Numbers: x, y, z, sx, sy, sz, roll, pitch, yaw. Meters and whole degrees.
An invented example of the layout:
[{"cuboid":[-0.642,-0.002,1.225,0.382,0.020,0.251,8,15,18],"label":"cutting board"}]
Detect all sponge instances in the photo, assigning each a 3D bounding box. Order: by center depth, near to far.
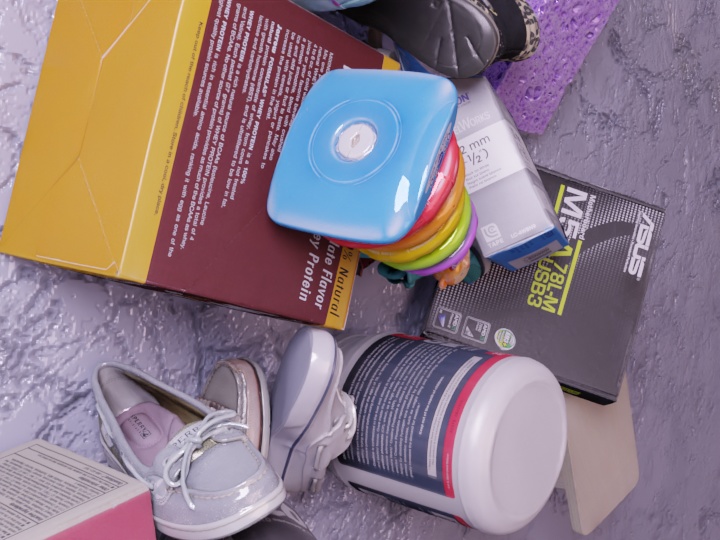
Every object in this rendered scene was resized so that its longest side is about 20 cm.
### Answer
[{"cuboid":[0.187,-0.229,1.027,0.111,0.030,0.200,2,124,-48],"label":"sponge"}]

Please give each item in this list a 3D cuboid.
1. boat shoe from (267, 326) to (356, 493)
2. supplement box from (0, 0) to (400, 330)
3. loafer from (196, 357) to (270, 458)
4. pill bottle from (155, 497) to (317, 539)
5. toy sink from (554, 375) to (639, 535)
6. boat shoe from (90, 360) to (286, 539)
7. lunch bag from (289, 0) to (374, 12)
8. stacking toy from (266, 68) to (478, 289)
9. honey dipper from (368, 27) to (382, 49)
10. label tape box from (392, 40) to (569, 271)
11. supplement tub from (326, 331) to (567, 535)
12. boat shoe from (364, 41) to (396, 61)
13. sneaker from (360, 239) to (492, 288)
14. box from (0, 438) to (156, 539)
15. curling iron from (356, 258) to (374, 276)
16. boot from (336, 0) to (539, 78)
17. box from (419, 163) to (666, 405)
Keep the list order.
[{"cuboid":[-0.034,0.109,0.799,0.065,0.200,0.074,9,55,-11],"label":"boat shoe"},{"cuboid":[-0.101,-0.079,0.713,0.200,0.133,0.198,17,84,-49],"label":"supplement box"},{"cuboid":[-0.117,0.163,0.790,0.063,0.072,0.201,8,93,-42],"label":"loafer"},{"cuboid":[-0.069,0.212,0.681,0.113,0.200,0.114,-5,105,-21],"label":"pill bottle"},{"cuboid":[0.206,0.155,1.124,0.130,0.112,0.201,-28,112,-43],"label":"toy sink"},{"cuboid":[-0.119,0.111,0.676,0.074,0.202,0.065,-29,116,-24],"label":"boat shoe"},{"cuboid":[-0.044,-0.254,0.697,0.077,0.200,0.161,28,74,-49],"label":"lunch bag"},{"cuboid":[0.036,-0.037,0.714,0.200,0.110,0.116,46,60,-55],"label":"stacking toy"},{"cuboid":[0.012,-0.208,0.900,0.038,0.038,0.201,-6,96,-48],"label":"honey dipper"},{"cuboid":[0.105,-0.105,0.900,0.200,0.066,0.143,69,14,10],"label":"label tape box"},{"cuboid":[0.055,0.127,0.877,0.140,0.200,0.141,-11,105,-48],"label":"supplement tub"},{"cuboid":[-0.025,-0.088,0.858,0.076,0.060,0.201,52,55,-74],"label":"boat shoe"},{"cuboid":[0.046,-0.024,0.904,0.080,0.077,0.200,-58,146,3],"label":"sneaker"},{"cuboid":[-0.232,0.193,0.614,0.200,0.128,0.109,-19,112,-45],"label":"box"},{"cuboid":[0.000,0.000,0.923,0.200,0.026,0.050,-24,112,-44],"label":"curling iron"},{"cuboid":[0.048,-0.228,0.855,0.074,0.203,0.154,-56,165,26],"label":"boot"},{"cuboid":[0.175,0.005,1.015,0.048,0.193,0.200,103,6,-75],"label":"box"}]
